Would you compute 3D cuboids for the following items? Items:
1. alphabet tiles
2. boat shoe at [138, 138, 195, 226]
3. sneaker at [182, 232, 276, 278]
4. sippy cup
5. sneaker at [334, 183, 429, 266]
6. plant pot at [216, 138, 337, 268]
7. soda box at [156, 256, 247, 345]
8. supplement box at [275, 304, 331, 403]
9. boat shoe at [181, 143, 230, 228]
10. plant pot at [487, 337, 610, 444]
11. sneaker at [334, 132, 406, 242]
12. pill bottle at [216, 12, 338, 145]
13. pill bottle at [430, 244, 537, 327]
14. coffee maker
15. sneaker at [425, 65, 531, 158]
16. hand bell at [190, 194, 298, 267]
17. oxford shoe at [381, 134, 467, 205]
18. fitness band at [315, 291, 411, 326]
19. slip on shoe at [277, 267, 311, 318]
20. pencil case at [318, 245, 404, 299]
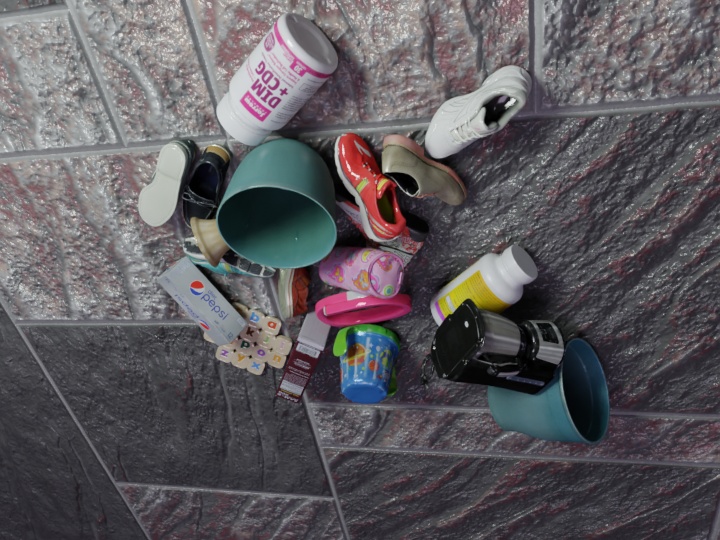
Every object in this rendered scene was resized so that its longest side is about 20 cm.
[{"bbox_3d":[-0.259,0.158,1.443,0.199,0.015,0.196,22,128,-3],"label":"alphabet tiles"},{"bbox_3d":[-0.364,-0.166,1.193,0.073,0.062,0.200,32,126,-4],"label":"boat shoe"},{"bbox_3d":[-0.264,-0.026,1.284,0.199,0.078,0.080,15,148,8],"label":"sneaker"},{"bbox_3d":[0.013,0.204,1.321,0.177,0.131,0.140,16,141,-13],"label":"sippy cup"},{"bbox_3d":[0.018,-0.076,1.168,0.200,0.067,0.108,24,126,-8],"label":"sneaker"},{"bbox_3d":[-0.133,-0.128,1.080,0.199,0.162,0.201,3,141,2],"label":"plant pot"},{"bbox_3d":[-0.337,0.068,1.338,0.200,0.064,0.068,50,146,-16],"label":"soda box"},{"bbox_3d":[-0.122,0.185,1.371,0.061,0.109,0.201,22,129,-4],"label":"supplement box"},{"bbox_3d":[-0.301,-0.149,1.193,0.074,0.062,0.200,26,129,-9],"label":"boat shoe"},{"bbox_3d":[0.369,0.251,1.262,0.187,0.201,0.200,-19,121,42],"label":"plant pot"},{"bbox_3d":[0.026,-0.148,1.068,0.085,0.077,0.201,-20,97,60],"label":"sneaker"},{"bbox_3d":[-0.139,-0.300,1.007,0.113,0.114,0.200,40,125,-17],"label":"pill bottle"},{"bbox_3d":[0.232,0.038,1.178,0.104,0.105,0.200,38,126,-15],"label":"pill bottle"},{"bbox_3d":[0.241,0.150,1.150,0.199,0.136,0.192,15,154,-24],"label":"coffee maker"},{"bbox_3d":[0.177,-0.238,0.987,0.078,0.100,0.200,42,124,-18],"label":"sneaker"},{"bbox_3d":[-0.209,-0.094,1.192,0.199,0.104,0.105,-25,121,0],"label":"hand bell"},{"bbox_3d":[0.104,-0.149,1.058,0.199,0.074,0.071,27,159,-34],"label":"oxford shoe"},{"bbox_3d":[0.005,0.077,1.259,0.199,0.038,0.143,-13,158,24],"label":"fitness band"},{"bbox_3d":[-0.132,0.007,1.275,0.061,0.074,0.201,-11,124,-22],"label":"slip on shoe"},{"bbox_3d":[0.000,0.000,1.155,0.088,0.088,0.200,50,161,-23],"label":"pencil case"}]
